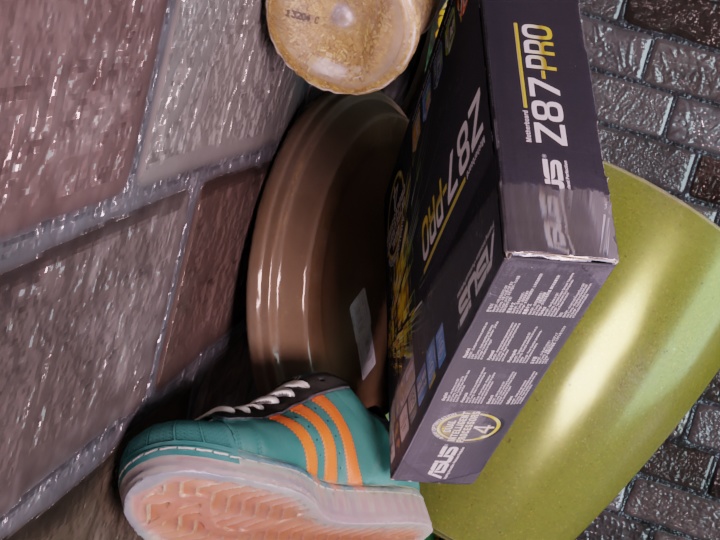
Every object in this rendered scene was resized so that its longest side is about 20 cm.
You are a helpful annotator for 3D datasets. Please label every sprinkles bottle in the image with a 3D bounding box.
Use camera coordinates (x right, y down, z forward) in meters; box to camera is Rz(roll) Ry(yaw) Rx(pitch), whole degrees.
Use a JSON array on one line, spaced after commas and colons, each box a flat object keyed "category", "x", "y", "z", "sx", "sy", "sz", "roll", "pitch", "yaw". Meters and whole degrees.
[{"category": "sprinkles bottle", "x": 0.018, "y": -0.152, "z": 0.602, "sx": 0.201, "sy": 0.068, "sz": 0.069, "roll": -62, "pitch": 167, "yaw": -55}]

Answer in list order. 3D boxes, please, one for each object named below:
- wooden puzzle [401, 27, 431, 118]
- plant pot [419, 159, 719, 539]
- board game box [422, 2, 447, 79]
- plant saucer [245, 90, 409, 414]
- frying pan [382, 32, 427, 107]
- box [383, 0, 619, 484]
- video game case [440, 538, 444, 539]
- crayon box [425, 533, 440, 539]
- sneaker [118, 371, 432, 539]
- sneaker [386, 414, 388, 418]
[{"category": "wooden puzzle", "x": 0.021, "y": -0.075, "z": 0.944, "sx": 0.186, "sy": 0.037, "sz": 0.201, "roll": 98, "pitch": 16, "yaw": -49}, {"category": "plant pot", "x": 0.097, "y": 0.060, "z": 0.719, "sx": 0.201, "sy": 0.186, "sz": 0.187, "roll": -61, "pitch": 171, "yaw": -9}, {"category": "board game box", "x": 0.056, "y": -0.120, "z": 0.848, "sx": 0.105, "sy": 0.023, "sz": 0.203, "roll": -5, "pitch": 104, "yaw": -83}, {"category": "plant saucer", "x": 0.000, "y": 0.000, "z": 0.705, "sx": 0.200, "sy": 0.029, "sz": 0.203, "roll": -31, "pitch": 125, "yaw": -59}, {"category": "frying pan", "x": 0.012, "y": -0.128, "z": 0.749, "sx": 0.190, "sy": 0.031, "sz": 0.116, "roll": -58, "pitch": 161, "yaw": -54}, {"category": "box", "x": 0.051, "y": -0.020, "z": 0.568, "sx": 0.201, "sy": 0.048, "sz": 0.163, "roll": 110, "pitch": -19, "yaw": -57}, {"category": "video game case", "x": 0.045, "y": 0.233, "z": 0.832, "sx": 0.182, "sy": 0.023, "sz": 0.202, "roll": 90, "pitch": 15, "yaw": -73}, {"category": "crayon box", "x": 0.010, "y": 0.219, "z": 0.814, "sx": 0.126, "sy": 0.051, "sz": 0.202, "roll": 98, "pitch": 8, "yaw": -57}, {"category": "sneaker", "x": -0.041, "y": 0.085, "z": 0.591, "sx": 0.199, "sy": 0.071, "sz": 0.081, "roll": 26, "pitch": 40, "yaw": -54}, {"category": "sneaker", "x": -0.027, "y": 0.069, "z": 0.796, "sx": 0.105, "sy": 0.075, "sz": 0.202, "roll": -25, "pitch": 126, "yaw": -64}]
